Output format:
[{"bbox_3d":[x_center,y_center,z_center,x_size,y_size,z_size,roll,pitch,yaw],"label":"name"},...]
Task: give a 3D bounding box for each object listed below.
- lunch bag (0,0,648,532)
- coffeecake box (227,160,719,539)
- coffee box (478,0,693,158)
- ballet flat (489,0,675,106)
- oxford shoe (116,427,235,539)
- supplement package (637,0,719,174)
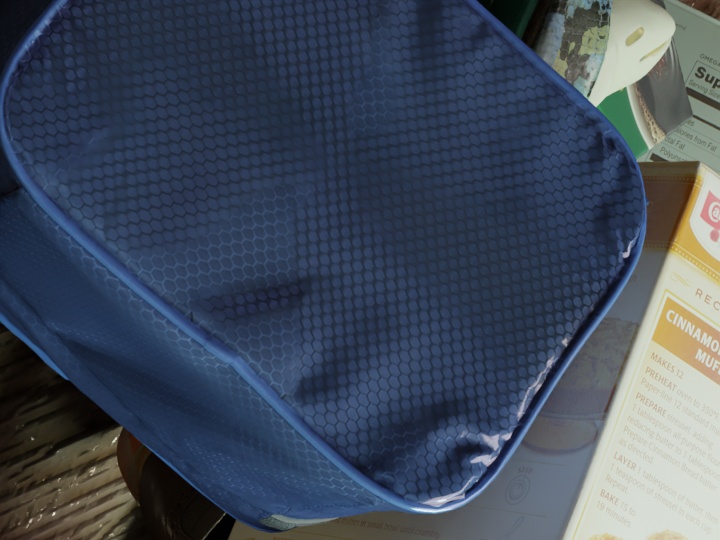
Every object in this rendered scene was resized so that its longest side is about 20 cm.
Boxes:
[{"bbox_3d":[-0.038,-0.024,0.841,0.136,0.200,0.132,-51,-168,-23],"label":"lunch bag"},{"bbox_3d":[0.041,0.070,0.927,0.073,0.153,0.201,33,72,-34],"label":"coffeecake box"},{"bbox_3d":[0.049,-0.076,1.088,0.200,0.044,0.123,-32,111,-51],"label":"coffee box"},{"bbox_3d":[0.082,-0.105,1.033,0.074,0.074,0.201,81,22,-59],"label":"ballet flat"},{"bbox_3d":[0.019,0.059,1.046,0.199,0.073,0.071,-21,132,-7],"label":"oxford shoe"},{"bbox_3d":[0.151,-0.042,1.290,0.111,0.155,0.200,-63,159,4],"label":"supplement package"}]
